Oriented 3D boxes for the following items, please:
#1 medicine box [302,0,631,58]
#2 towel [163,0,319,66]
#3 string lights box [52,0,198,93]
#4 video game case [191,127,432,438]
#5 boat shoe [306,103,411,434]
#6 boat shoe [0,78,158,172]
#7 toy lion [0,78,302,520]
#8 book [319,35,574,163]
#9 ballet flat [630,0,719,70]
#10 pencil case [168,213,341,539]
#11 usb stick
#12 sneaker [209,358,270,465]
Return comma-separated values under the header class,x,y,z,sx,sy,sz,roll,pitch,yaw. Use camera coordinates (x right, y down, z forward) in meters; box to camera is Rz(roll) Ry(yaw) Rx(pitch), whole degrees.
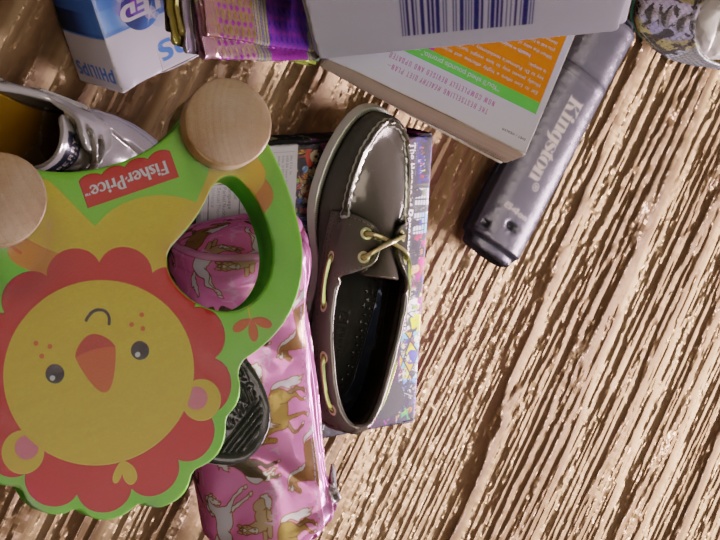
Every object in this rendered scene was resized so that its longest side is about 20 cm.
class,x,y,z,sx,sy,sz,roll,pitch,yaw
medicine box,0.051,-0.236,0.865,0.180,0.103,0.203,-5,72,2
towel,-0.064,-0.186,0.863,0.200,0.022,0.146,-17,100,-70
string lights box,-0.133,-0.212,0.863,0.102,0.059,0.202,-30,119,-28
video game case,-0.037,0.012,1.013,0.180,0.036,0.203,-7,107,-35
boat shoe,0.002,0.000,0.977,0.071,0.060,0.204,5,100,-38
boat shoe,-0.174,-0.066,0.866,0.199,0.070,0.072,25,87,-39
toy lion,-0.117,0.021,0.804,0.198,0.069,0.194,-21,92,-21
book,0.074,-0.186,0.946,0.132,0.048,0.202,26,82,-10
ballet flat,0.293,-0.181,1.192,0.199,0.072,0.073,9,97,-38
pencil case,-0.064,0.065,0.934,0.086,0.083,0.203,-15,110,-25
usb stick,0.134,-0.099,1.116,0.055,0.032,0.202,34,82,-39
sneaker,-0.148,0.048,0.881,0.199,0.121,0.084,36,70,-7
